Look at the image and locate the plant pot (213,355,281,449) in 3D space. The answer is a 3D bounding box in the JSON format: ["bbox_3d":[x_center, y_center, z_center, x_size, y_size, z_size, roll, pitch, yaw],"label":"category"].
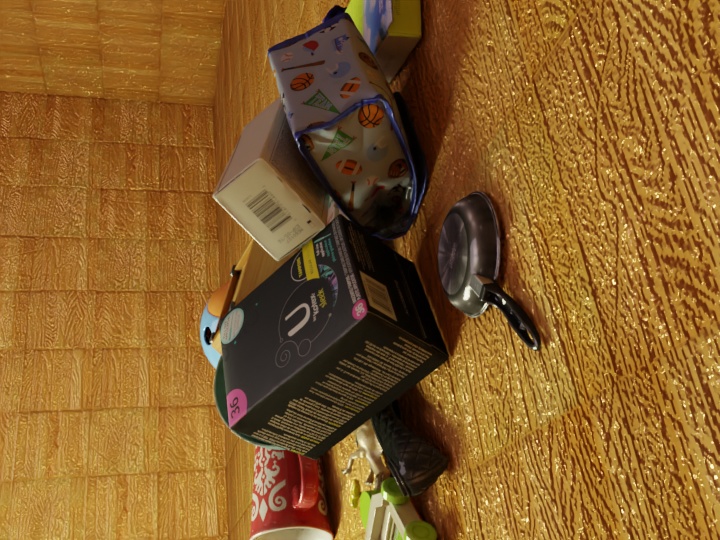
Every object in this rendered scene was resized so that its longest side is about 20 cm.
[{"bbox_3d":[-0.097,0.176,1.091,0.135,0.200,0.200,62,-163,-60],"label":"plant pot"}]

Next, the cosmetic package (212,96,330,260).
[{"bbox_3d":[-0.089,-0.111,0.831,0.073,0.104,0.200,-35,23,19],"label":"cosmetic package"}]

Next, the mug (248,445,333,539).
[{"bbox_3d":[-0.102,0.342,1.216,0.177,0.133,0.200,-33,45,30],"label":"mug"}]

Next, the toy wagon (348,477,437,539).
[{"bbox_3d":[0.036,0.305,0.812,0.200,0.040,0.155,-126,40,-59],"label":"toy wagon"}]

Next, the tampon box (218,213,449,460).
[{"bbox_3d":[-0.036,0.073,0.779,0.200,0.126,0.150,-41,40,21],"label":"tampon box"}]

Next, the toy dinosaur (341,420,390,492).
[{"bbox_3d":[0.005,0.202,0.956,0.101,0.058,0.200,-44,53,48],"label":"toy dinosaur"}]

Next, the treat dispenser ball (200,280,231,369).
[{"bbox_3d":[-0.188,0.106,1.333,0.201,0.201,0.201,-179,90,-74],"label":"treat dispenser ball"}]

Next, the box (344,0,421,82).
[{"bbox_3d":[0.025,-0.299,0.881,0.200,0.048,0.122,146,123,-71],"label":"box"}]

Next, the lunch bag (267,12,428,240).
[{"bbox_3d":[-0.002,-0.152,0.824,0.200,0.124,0.170,60,-170,-48],"label":"lunch bag"}]

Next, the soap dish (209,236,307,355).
[{"bbox_3d":[-0.135,0.034,0.984,0.200,0.081,0.157,136,151,-61],"label":"soap dish"}]

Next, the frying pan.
[{"bbox_3d":[0.101,0.015,0.648,0.115,0.031,0.190,109,159,-51],"label":"frying pan"}]

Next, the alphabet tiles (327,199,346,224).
[{"bbox_3d":[-0.050,-0.038,0.954,0.196,0.015,0.200,-57,18,35],"label":"alphabet tiles"}]

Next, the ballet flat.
[{"bbox_3d":[0.048,0.183,0.812,0.200,0.057,0.066,-123,9,-71],"label":"ballet flat"}]

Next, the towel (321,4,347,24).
[{"bbox_3d":[-0.044,-0.280,1.082,0.148,0.050,0.200,-100,16,-65],"label":"towel"}]
